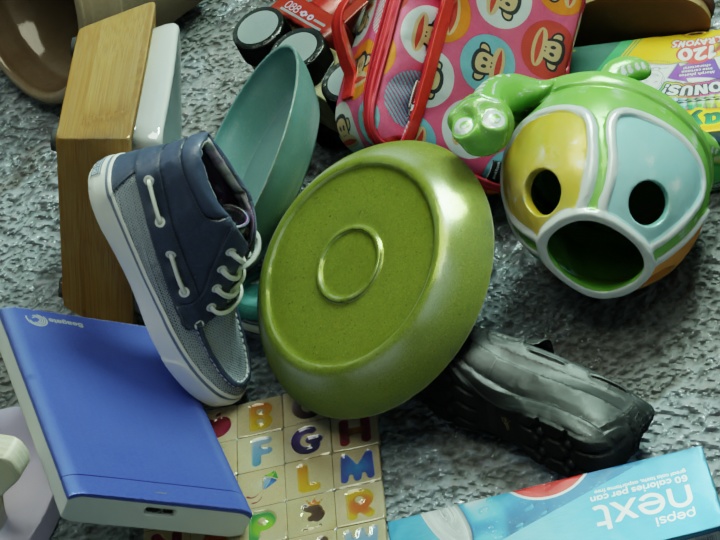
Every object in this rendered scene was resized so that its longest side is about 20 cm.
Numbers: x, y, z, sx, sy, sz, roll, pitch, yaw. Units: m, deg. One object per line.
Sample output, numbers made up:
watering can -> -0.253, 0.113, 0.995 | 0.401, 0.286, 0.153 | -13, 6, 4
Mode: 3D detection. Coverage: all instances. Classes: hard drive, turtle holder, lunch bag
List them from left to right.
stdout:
hard drive -> -0.163, 0.100, 1.432 | 0.132, 0.025, 0.200 | 10, 30, -30
lunch bag -> 0.064, -0.166, 1.544 | 0.082, 0.176, 0.200 | -2, 72, 68
turtle holder -> 0.158, -0.066, 1.436 | 0.141, 0.186, 0.132 | -12, 39, 26

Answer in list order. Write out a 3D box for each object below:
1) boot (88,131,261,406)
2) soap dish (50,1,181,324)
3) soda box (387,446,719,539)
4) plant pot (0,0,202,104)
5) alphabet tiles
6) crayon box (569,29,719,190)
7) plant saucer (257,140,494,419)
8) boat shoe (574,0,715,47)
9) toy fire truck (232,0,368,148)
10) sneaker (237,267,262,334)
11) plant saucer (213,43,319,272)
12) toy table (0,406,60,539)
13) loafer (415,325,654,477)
boot -> -0.103, 0.003, 1.438 | 0.090, 0.200, 0.073 | -14, 28, 27
soap dish -> -0.177, -0.072, 1.555 | 0.081, 0.200, 0.157 | 4, 44, -2
soda box -> 0.121, 0.172, 1.285 | 0.200, 0.064, 0.068 | -14, 42, 5
plant pot -> -0.222, -0.261, 1.810 | 0.175, 0.200, 0.200 | -25, 38, -34
alphabet tiles -> -0.065, 0.158, 1.413 | 0.166, 0.006, 0.200 | -13, 41, 8
crayon box -> 0.248, -0.117, 1.551 | 0.200, 0.058, 0.119 | -6, 43, 15
plant saucer -> 0.000, 0.000, 1.429 | 0.200, 0.031, 0.200 | -19, 59, 35
boat shoe -> 0.182, -0.200, 1.633 | 0.200, 0.070, 0.070 | -6, 45, 34
toy fire truck -> 0.031, -0.182, 1.675 | 0.200, 0.129, 0.176 | -45, 47, -13
sneaker -> -0.005, -0.016, 1.520 | 0.200, 0.080, 0.078 | -22, 41, 3
plant saucer -> -0.079, -0.069, 1.568 | 0.036, 0.200, 0.200 | 23, 40, -18
toy table -> -0.287, 0.142, 1.432 | 0.184, 0.117, 0.200 | -2, 45, 19
loafer -> 0.101, 0.074, 1.399 | 0.200, 0.068, 0.070 | 26, 49, 33
